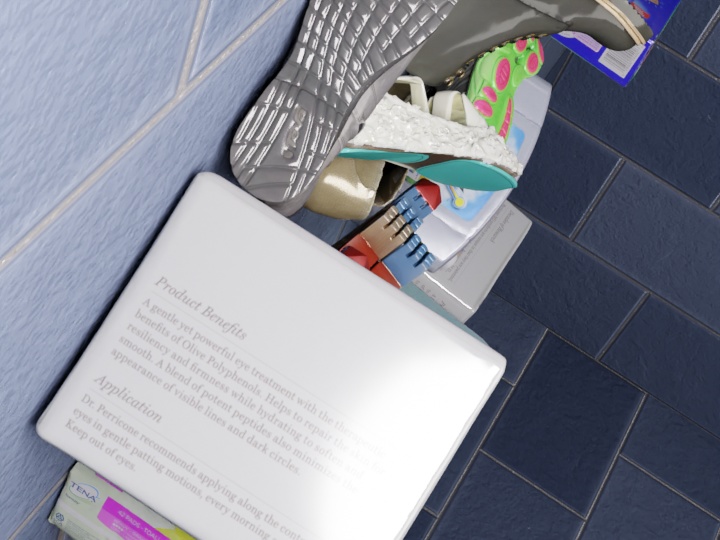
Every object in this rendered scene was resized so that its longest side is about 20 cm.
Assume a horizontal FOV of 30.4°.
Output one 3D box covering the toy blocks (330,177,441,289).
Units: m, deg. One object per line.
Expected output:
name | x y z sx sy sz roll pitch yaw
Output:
toy blocks | 0.000 0.000 1.025 0.136 0.100 0.200 -35 -175 28

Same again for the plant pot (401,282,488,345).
plant pot | -0.015 0.132 1.425 0.200 0.196 0.196 -40 163 -45

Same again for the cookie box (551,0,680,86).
cookie box | 0.305 -0.341 1.659 0.200 0.171 0.075 -50 174 -49

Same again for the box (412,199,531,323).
box | 0.071 0.007 1.572 0.199 0.131 0.200 -49 -179 44

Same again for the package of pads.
package of pads | -0.099 0.150 0.935 0.068 0.154 0.200 -61 174 31

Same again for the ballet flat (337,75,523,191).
ballet flat | 0.048 -0.100 0.925 0.199 0.072 0.072 8 119 -47

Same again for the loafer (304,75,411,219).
loafer | 0.008 -0.087 1.008 0.200 0.067 0.076 -50 171 -52

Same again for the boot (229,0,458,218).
boot | -0.008 -0.122 0.783 0.200 0.070 0.132 -49 179 1

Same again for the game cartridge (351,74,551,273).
game cartridge | 0.078 -0.107 1.176 0.201 0.133 0.040 -58 -178 -4

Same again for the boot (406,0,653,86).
boot | 0.105 -0.175 0.960 0.139 0.199 0.078 -55 -147 15

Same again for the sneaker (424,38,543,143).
sneaker | 0.095 -0.164 1.110 0.077 0.083 0.201 60 42 -33

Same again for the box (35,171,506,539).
box | -0.046 0.077 0.783 0.172 0.198 0.200 -58 176 -5

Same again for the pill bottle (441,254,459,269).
pill bottle | 0.098 -0.112 1.398 0.201 0.115 0.116 -57 174 -13
